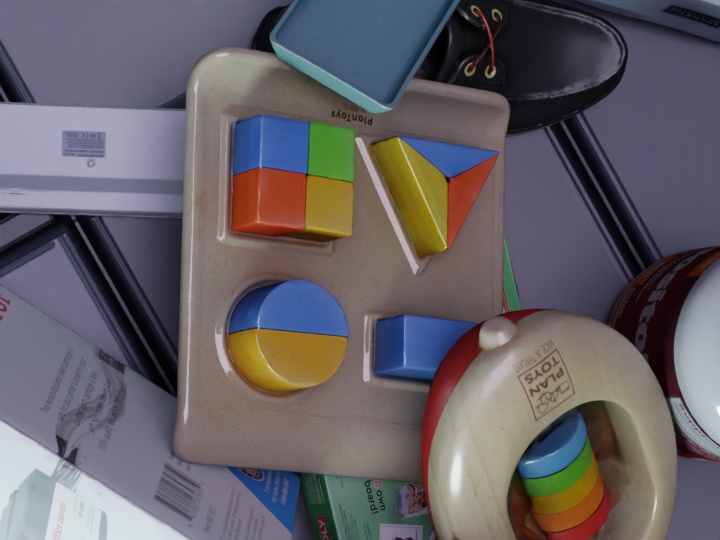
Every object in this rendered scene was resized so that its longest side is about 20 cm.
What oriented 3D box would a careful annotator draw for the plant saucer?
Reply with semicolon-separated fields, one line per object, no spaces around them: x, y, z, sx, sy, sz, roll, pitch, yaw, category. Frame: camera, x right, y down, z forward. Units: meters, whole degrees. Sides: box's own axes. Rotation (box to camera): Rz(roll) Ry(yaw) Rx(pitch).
0.021;-0.153;1.446;0.070;0.019;0.200;30;48;1;plant saucer

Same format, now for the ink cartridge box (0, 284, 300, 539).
-0.136;0.103;1.386;0.200;0.145;0.084;33;107;-8;ink cartridge box

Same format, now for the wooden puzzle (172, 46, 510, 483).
0.000;0.000;1.409;0.185;0.046;0.200;8;83;-32;wooden puzzle

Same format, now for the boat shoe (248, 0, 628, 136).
0.045;-0.109;1.481;0.201;0.063;0.074;0;85;-12;boat shoe

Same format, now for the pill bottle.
0.199;0.040;1.433;0.113;0.200;0.113;1;87;-11;pill bottle

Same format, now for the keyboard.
-0.141;-0.056;1.470;0.200;0.011;0.056;2;82;-11;keyboard

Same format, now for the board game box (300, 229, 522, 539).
0.029;0.072;1.469;0.135;0.029;0.200;-12;90;-28;board game box

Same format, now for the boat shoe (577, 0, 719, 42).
0.163;-0.169;1.495;0.200;0.070;0.066;15;74;-21;boat shoe

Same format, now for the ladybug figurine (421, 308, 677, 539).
0.086;0.093;1.408;0.136;0.072;0.200;-33;131;-20;ladybug figurine
